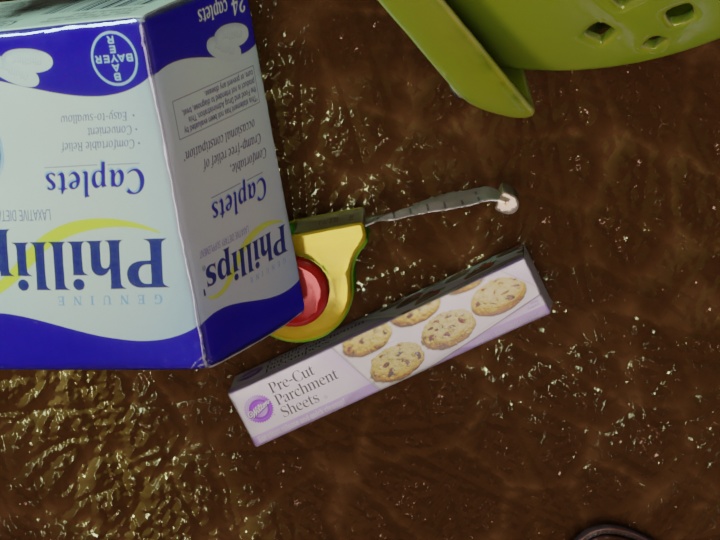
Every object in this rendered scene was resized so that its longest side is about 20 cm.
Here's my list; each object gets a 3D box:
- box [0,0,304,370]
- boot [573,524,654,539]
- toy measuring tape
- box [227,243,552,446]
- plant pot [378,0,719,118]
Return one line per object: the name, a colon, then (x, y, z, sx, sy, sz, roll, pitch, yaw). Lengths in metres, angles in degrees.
box: (-0.150, -0.051, 1.350, 0.184, 0.105, 0.200, -2, 108, 31)
boot: (0.197, 0.250, 1.403, 0.064, 0.200, 0.186, -43, 100, 12)
toy measuring tape: (0.000, 0.000, 1.411, 0.200, 0.074, 0.074, -11, 105, 6)
box: (0.018, 0.045, 1.437, 0.200, 0.039, 0.041, -24, 102, 9)
plant pot: (0.086, -0.214, 1.258, 0.181, 0.199, 0.200, -29, 135, 17)
